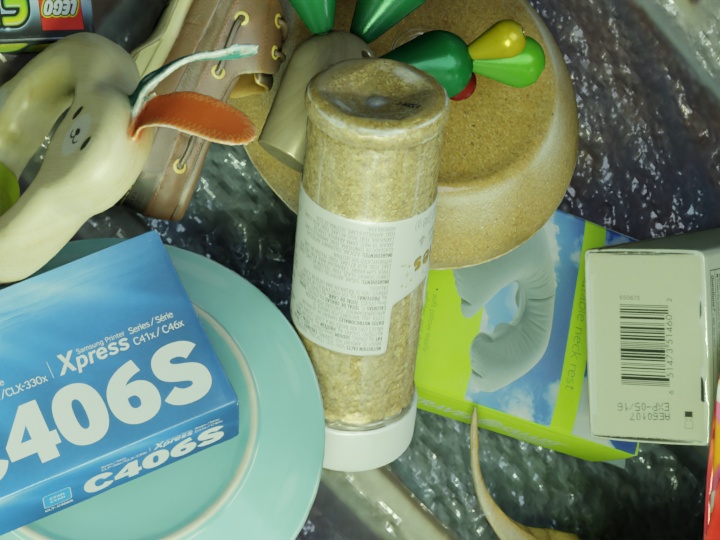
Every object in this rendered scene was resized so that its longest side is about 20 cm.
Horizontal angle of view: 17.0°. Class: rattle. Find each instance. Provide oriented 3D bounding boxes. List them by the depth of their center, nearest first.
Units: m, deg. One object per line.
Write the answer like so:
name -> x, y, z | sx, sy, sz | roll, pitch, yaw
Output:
rattle -> -0.154, -0.080, 1.055 | 0.143, 0.200, 0.130 | 47, 61, -20

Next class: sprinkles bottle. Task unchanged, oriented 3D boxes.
sprinkles bottle -> 0.000, 0.000, 1.142 | 0.068, 0.068, 0.200 | -24, 135, -34

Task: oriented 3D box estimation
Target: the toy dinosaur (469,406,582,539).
toy dinosaur -> 0.104, 0.161, 1.295 | 0.200, 0.060, 0.107 | 28, 56, -39

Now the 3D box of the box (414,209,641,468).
box -> 0.087, 0.027, 1.298 | 0.200, 0.048, 0.122 | 19, 74, -30

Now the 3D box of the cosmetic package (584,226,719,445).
cosmetic package -> 0.201, 0.030, 1.311 | 0.200, 0.073, 0.104 | -7, 97, -57

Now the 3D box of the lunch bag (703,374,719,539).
lunch bag -> 0.228, 0.125, 1.237 | 0.176, 0.082, 0.201 | -11, 106, -53

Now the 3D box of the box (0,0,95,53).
box -> -0.224, -0.154, 1.118 | 0.200, 0.035, 0.110 | -5, 87, -34

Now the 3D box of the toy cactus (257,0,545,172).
toy cactus -> -0.001, -0.127, 1.161 | 0.200, 0.102, 0.165 | 39, 79, -42

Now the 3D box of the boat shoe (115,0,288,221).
boat shoe -> -0.070, -0.112, 1.187 | 0.067, 0.072, 0.200 | 32, 71, -5

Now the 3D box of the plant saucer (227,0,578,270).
plant saucer -> 0.029, -0.099, 1.242 | 0.200, 0.035, 0.201 | 9, 63, -19

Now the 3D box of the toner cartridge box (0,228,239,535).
toner cartridge box -> -0.162, 0.064, 1.065 | 0.200, 0.043, 0.095 | -23, 66, -14

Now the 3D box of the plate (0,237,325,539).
plate -> -0.115, 0.070, 1.103 | 0.199, 0.026, 0.201 | 2, 65, -3
